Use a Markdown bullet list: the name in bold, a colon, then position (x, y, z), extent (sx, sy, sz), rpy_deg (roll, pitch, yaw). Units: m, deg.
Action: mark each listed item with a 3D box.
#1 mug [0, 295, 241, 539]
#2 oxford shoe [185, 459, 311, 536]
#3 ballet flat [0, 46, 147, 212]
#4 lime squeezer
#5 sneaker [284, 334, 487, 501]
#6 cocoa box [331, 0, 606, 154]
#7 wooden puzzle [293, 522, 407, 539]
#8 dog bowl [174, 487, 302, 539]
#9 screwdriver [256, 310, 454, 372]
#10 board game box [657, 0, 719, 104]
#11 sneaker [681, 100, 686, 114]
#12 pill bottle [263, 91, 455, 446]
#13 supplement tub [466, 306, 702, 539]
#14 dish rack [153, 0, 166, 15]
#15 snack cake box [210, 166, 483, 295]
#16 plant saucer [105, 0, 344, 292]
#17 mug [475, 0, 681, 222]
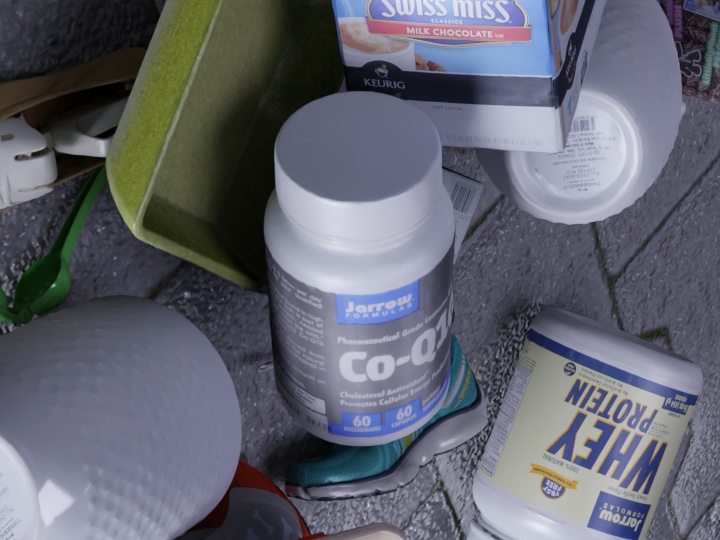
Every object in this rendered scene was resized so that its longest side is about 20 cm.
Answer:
- **mug**: position (-0.187, 0.113, 1.041), extent (0.149, 0.199, 0.175), rpy_deg (63, 24, 1)
- **oxford shoe**: position (-0.107, 0.170, 1.256), extent (0.073, 0.071, 0.199), rpy_deg (-46, 146, 16)
- **ballet flat**: position (-0.172, -0.076, 1.044), extent (0.199, 0.063, 0.069), rpy_deg (-32, 132, -36)
- **lime squeezer**: position (-0.203, 0.000, 1.066), extent (0.199, 0.038, 0.071), rpy_deg (-30, 128, -37)
- **sneaker**: position (0.013, 0.109, 1.361), extent (0.199, 0.077, 0.081), rpy_deg (-31, 112, -44)
- **cocoa box**: position (0.073, -0.187, 1.125), extent (0.201, 0.132, 0.132), rpy_deg (-68, 157, -43)
- **wooden puzzle**: position (-0.086, 0.221, 1.135), extent (0.198, 0.037, 0.186), rpy_deg (-5, 139, -31)
- **dog bowl**: position (-0.114, 0.228, 1.202), extent (0.198, 0.059, 0.201), rpy_deg (-23, 144, -18)
- **screwdriver**: position (0.001, 0.050, 1.331), extent (0.199, 0.029, 0.028), rpy_deg (-18, 121, -50)
- **board game box**: position (0.268, -0.197, 1.382), extent (0.159, 0.199, 0.098), rpy_deg (-25, 127, -45)
- **sneaker**: position (0.184, -0.104, 1.437), extent (0.199, 0.073, 0.089), rpy_deg (5, 98, -55)
- **pill bottle**: position (0.000, 0.000, 1.114), extent (0.114, 0.113, 0.201), rpy_deg (-39, 147, -30)
- **supplement tub**: position (0.174, 0.145, 1.492), extent (0.144, 0.144, 0.202), rpy_deg (16, 96, -51)
- **dish rack**: position (-0.040, -0.240, 1.135), extent (0.199, 0.043, 0.174), rpy_deg (-24, 124, -42)
- **snack cake box**: position (-0.015, -0.034, 1.247), extent (0.199, 0.067, 0.116), rpy_deg (16, 97, -51)
- **plant saucer**: position (-0.073, -0.103, 1.061), extent (0.202, 0.047, 0.200), rpy_deg (-69, 161, -3)
- **mug**: position (0.116, -0.114, 1.253), extent (0.176, 0.197, 0.149), rpy_deg (-79, 174, -64)
